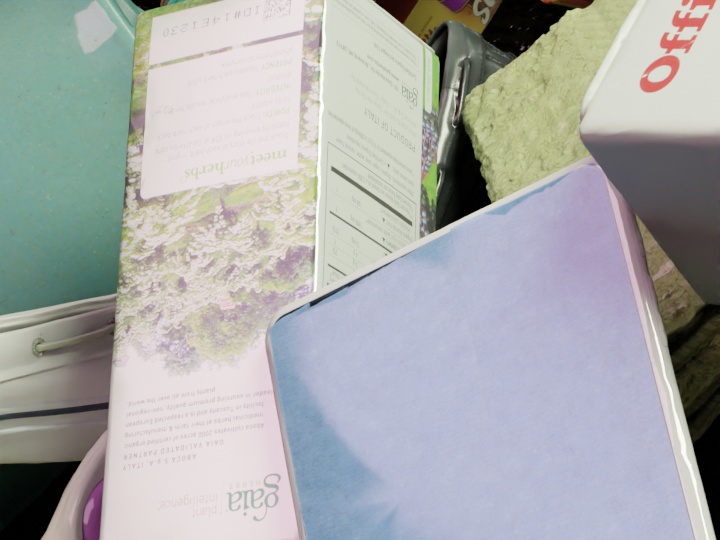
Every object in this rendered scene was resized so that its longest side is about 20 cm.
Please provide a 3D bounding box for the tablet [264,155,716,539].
[{"bbox_3d":[0.040,0.077,0.740,0.130,0.014,0.201,-26,59,26],"label":"tablet"}]

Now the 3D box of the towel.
[{"bbox_3d":[0.111,-0.039,0.851,0.148,0.036,0.200,-38,36,10],"label":"towel"}]

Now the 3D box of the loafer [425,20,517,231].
[{"bbox_3d":[0.000,0.000,0.949,0.068,0.070,0.201,0,53,58],"label":"loafer"}]

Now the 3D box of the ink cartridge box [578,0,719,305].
[{"bbox_3d":[0.180,-0.065,0.706,0.199,0.083,0.146,4,55,46],"label":"ink cartridge box"}]

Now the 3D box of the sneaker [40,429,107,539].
[{"bbox_3d":[-0.109,0.127,0.934,0.099,0.075,0.201,-13,41,49],"label":"sneaker"}]

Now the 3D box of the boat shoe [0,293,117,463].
[{"bbox_3d":[-0.164,0.038,0.956,0.073,0.199,0.067,11,102,57],"label":"boat shoe"}]

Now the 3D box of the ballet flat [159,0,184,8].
[{"bbox_3d":[0.000,-0.148,1.049,0.200,0.068,0.072,-42,0,32],"label":"ballet flat"}]

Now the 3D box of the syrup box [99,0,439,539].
[{"bbox_3d":[-0.027,0.011,0.870,0.078,0.081,0.201,-11,66,28],"label":"syrup box"}]

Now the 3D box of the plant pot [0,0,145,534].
[{"bbox_3d":[-0.144,-0.021,1.074,0.188,0.200,0.200,-38,26,4],"label":"plant pot"}]

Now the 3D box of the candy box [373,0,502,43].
[{"bbox_3d":[-0.020,-0.112,1.160,0.200,0.056,0.117,-1,52,59],"label":"candy box"}]

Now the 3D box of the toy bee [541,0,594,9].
[{"bbox_3d":[0.099,-0.166,0.933,0.130,0.201,0.109,-8,35,4],"label":"toy bee"}]
